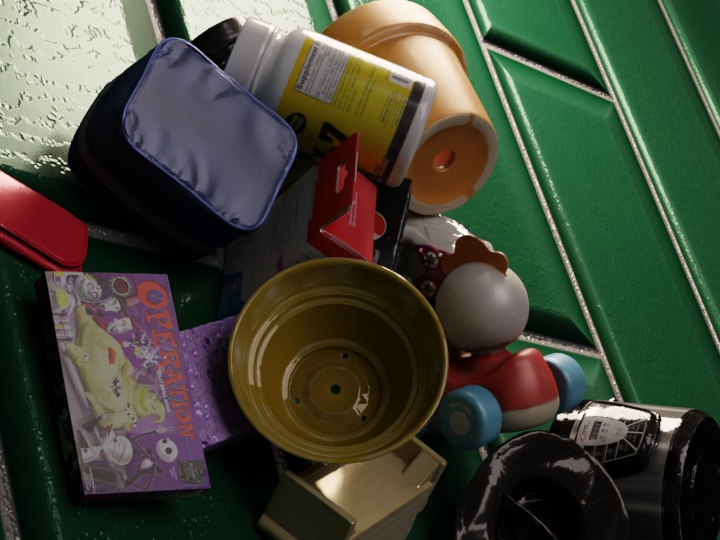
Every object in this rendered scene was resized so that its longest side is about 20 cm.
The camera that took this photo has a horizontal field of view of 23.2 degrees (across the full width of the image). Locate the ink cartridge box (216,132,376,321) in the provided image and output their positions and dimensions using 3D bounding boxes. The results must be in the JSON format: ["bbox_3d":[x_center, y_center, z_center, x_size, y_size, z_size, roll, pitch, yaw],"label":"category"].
[{"bbox_3d":[-0.048,-0.028,1.679,0.067,0.200,0.117,34,36,-25],"label":"ink cartridge box"}]

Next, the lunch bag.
[{"bbox_3d":[-0.166,-0.106,1.660,0.200,0.132,0.136,40,57,-21],"label":"lunch bag"}]

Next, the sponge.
[{"bbox_3d":[-0.146,0.107,1.581,0.199,0.030,0.112,-15,71,-56],"label":"sponge"}]

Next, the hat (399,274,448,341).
[{"bbox_3d":[0.103,0.046,1.926,0.200,0.081,0.202,35,35,-29],"label":"hat"}]

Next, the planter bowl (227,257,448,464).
[{"bbox_3d":[-0.022,0.095,1.603,0.198,0.084,0.202,1,64,-3],"label":"planter bowl"}]

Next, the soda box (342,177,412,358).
[{"bbox_3d":[0.000,0.000,1.765,0.070,0.063,0.201,13,64,3],"label":"soda box"}]

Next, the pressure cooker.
[{"bbox_3d":[0.276,0.229,1.880,0.175,0.199,0.180,-1,94,-60],"label":"pressure cooker"}]

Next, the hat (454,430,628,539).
[{"bbox_3d":[0.170,0.268,1.768,0.199,0.081,0.202,6,73,-20],"label":"hat"}]

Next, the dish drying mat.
[{"bbox_3d":[-0.320,-0.062,1.523,0.199,0.018,0.077,33,36,-30],"label":"dish drying mat"}]

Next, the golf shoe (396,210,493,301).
[{"bbox_3d":[0.055,-0.033,1.888,0.199,0.076,0.091,32,39,24],"label":"golf shoe"}]

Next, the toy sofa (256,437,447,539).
[{"bbox_3d":[-0.010,0.218,1.625,0.083,0.098,0.200,35,27,18],"label":"toy sofa"}]

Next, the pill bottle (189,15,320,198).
[{"bbox_3d":[-0.103,-0.158,1.818,0.201,0.112,0.112,58,32,6],"label":"pill bottle"}]

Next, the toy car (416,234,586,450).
[{"bbox_3d":[0.111,0.063,1.778,0.184,0.176,0.202,-14,98,-47],"label":"toy car"}]

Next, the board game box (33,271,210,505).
[{"bbox_3d":[-0.201,0.096,1.477,0.119,0.032,0.201,4,62,-38],"label":"board game box"}]

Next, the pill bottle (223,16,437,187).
[{"bbox_3d":[-0.034,-0.168,1.715,0.199,0.115,0.115,22,36,-2],"label":"pill bottle"}]

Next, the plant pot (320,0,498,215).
[{"bbox_3d":[0.052,-0.161,1.893,0.199,0.201,0.183,20,22,-42],"label":"plant pot"}]
